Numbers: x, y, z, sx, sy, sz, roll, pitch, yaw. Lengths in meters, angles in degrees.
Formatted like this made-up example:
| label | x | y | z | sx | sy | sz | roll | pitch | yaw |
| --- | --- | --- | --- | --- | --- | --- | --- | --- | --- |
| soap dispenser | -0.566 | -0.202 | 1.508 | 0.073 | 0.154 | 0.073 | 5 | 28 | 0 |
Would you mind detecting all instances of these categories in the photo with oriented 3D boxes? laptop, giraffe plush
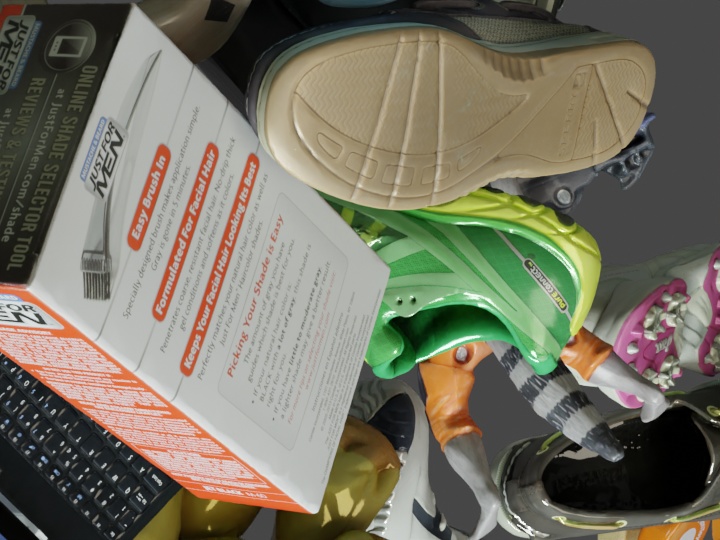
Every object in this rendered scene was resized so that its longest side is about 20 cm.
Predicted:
| label | x | y | z | sx | sy | sz | roll | pitch | yaw |
| --- | --- | --- | --- | --- | --- | --- | --- | --- | --- |
| laptop | -0.105 | 0.079 | 0.837 | 0.200 | 0.103 | 0.177 | -46 | 136 | -11 |
| giraffe plush | -0.068 | 0.175 | 1.022 | 0.171 | 0.201 | 0.163 | 13 | 143 | -4 |

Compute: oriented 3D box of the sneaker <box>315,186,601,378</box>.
| label | x | y | z | sx | sy | sz | roll | pitch | yaw |
| --- | --- | --- | --- | --- | --- | --- | --- | --- | --- |
| sneaker | 0.000 | 0.000 | 0.938 | 0.074 | 0.199 | 0.084 | 46 | 55 | -69 |

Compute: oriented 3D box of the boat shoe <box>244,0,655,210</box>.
| label | x | y | z | sx | sy | sz | roll | pitch | yaw |
| --- | --- | --- | --- | --- | --- | --- | --- | --- | --- |
| boat shoe | 0.029 | -0.071 | 0.857 | 0.199 | 0.065 | 0.072 | -9 | 118 | -40 |

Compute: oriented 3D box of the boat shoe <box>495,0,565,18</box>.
| label | x | y | z | sx | sy | sz | roll | pitch | yaw |
| --- | --- | --- | --- | --- | --- | --- | --- | --- | --- |
| boat shoe | 0.074 | -0.134 | 0.971 | 0.067 | 0.072 | 0.201 | 19 | 84 | -50 |

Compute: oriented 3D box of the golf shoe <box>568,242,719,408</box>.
| label | x | y | z | sx | sy | sz | roll | pitch | yaw |
| --- | --- | --- | --- | --- | --- | --- | --- | --- | --- |
| golf shoe | 0.144 | 0.019 | 1.155 | 0.200 | 0.091 | 0.076 | -9 | 108 | -61 |

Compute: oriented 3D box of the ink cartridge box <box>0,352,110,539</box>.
| label | x | y | z | sx | sy | sz | roll | pitch | yaw |
| --- | --- | --- | --- | --- | --- | --- | --- | --- | --- |
| ink cartridge box | -0.187 | 0.061 | 0.893 | 0.144 | 0.084 | 0.201 | 31 | 94 | -46 |

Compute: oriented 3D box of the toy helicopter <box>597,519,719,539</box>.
| label | x | y | z | sx | sy | sz | roll | pitch | yaw |
| --- | --- | --- | --- | --- | --- | --- | --- | --- | --- |
| toy helicopter | 0.181 | 0.149 | 1.275 | 0.132 | 0.079 | 0.201 | -37 | 145 | -28 |

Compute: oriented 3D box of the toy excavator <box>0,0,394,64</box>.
| label | x | y | z | sx | sy | sz | roll | pitch | yaw |
| --- | --- | --- | --- | --- | --- | --- | --- | --- | --- |
| toy excavator | -0.031 | -0.132 | 0.820 | 0.193 | 0.100 | 0.201 | -1 | 132 | -30 |

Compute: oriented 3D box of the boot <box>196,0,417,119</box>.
| label | x | y | z | sx | sy | sz | roll | pitch | yaw |
| --- | --- | --- | --- | --- | --- | --- | --- | --- | --- |
| boot | -0.025 | -0.159 | 0.898 | 0.165 | 0.066 | 0.200 | -39 | 130 | 3 |

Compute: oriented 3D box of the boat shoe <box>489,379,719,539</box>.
| label | x | y | z | sx | sy | sz | roll | pitch | yaw |
| --- | --- | --- | --- | --- | --- | --- | --- | --- | --- |
| boat shoe | 0.167 | 0.098 | 1.142 | 0.200 | 0.061 | 0.072 | -13 | 85 | -18 |

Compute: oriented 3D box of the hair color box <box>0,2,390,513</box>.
| label | x | y | z | sx | sy | sz | roll | pitch | yaw |
| --- | --- | --- | --- | --- | --- | --- | --- | --- | --- |
| hair color box | -0.071 | 0.000 | 0.815 | 0.200 | 0.064 | 0.112 | 47 | 55 | -51 |

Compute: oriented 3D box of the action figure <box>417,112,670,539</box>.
| label | x | y | z | sx | sy | sz | roll | pitch | yaw |
| --- | --- | --- | --- | --- | --- | --- | --- | --- | --- |
| action figure | 0.073 | -0.005 | 1.011 | 0.199 | 0.105 | 0.194 | -32 | 89 | -8 |

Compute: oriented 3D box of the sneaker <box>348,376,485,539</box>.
| label | x | y | z | sx | sy | sz | roll | pitch | yaw |
| --- | --- | --- | --- | --- | --- | --- | --- | --- | --- |
| sneaker | 0.031 | 0.133 | 1.125 | 0.129 | 0.079 | 0.200 | -14 | 120 | -39 |
